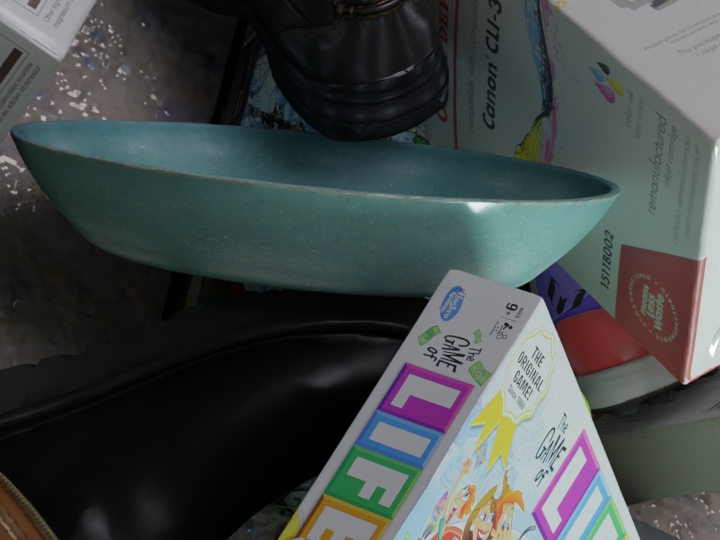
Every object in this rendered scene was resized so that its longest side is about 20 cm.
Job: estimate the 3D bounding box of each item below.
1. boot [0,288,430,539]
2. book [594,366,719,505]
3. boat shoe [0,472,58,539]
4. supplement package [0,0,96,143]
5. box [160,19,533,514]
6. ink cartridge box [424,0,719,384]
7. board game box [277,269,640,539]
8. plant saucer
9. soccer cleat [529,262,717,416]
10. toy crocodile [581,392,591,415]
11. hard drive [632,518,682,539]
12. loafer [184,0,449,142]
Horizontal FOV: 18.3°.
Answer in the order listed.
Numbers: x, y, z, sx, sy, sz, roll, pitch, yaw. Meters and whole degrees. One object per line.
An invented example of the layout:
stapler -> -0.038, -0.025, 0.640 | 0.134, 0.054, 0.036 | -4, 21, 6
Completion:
boot -> -0.055, 0.103, 0.700 | 0.210, 0.079, 0.159 | -16, 67, 0
book -> 0.196, 0.025, 0.879 | 0.200, 0.133, 0.048 | -29, 94, -27
boat shoe -> -0.168, 0.052, 0.653 | 0.200, 0.068, 0.072 | 34, 75, 16
supplement package -> -0.135, -0.130, 0.752 | 0.111, 0.156, 0.201 | 33, 52, -13
box -> 0.000, 0.000, 0.851 | 0.136, 0.040, 0.201 | 25, 54, -19
ink cartridge box -> 0.082, -0.070, 0.808 | 0.067, 0.117, 0.200 | -25, 49, -23
board game box -> 0.035, 0.113, 0.692 | 0.135, 0.034, 0.200 | -57, 145, -24
plant saucer -> -0.016, -0.021, 0.731 | 0.199, 0.200, 0.036 | 0, 99, -33
soccer cleat -> 0.158, -0.018, 0.870 | 0.199, 0.068, 0.073 | -28, 99, -10
toy crocodile -> 0.013, 0.116, 0.751 | 0.062, 0.067, 0.201 | 31, 74, -19
hard drive -> 0.096, 0.190, 0.819 | 0.139, 0.033, 0.201 | 25, 55, -21
loafer -> -0.030, -0.129, 0.828 | 0.073, 0.073, 0.200 | -26, 45, -21
